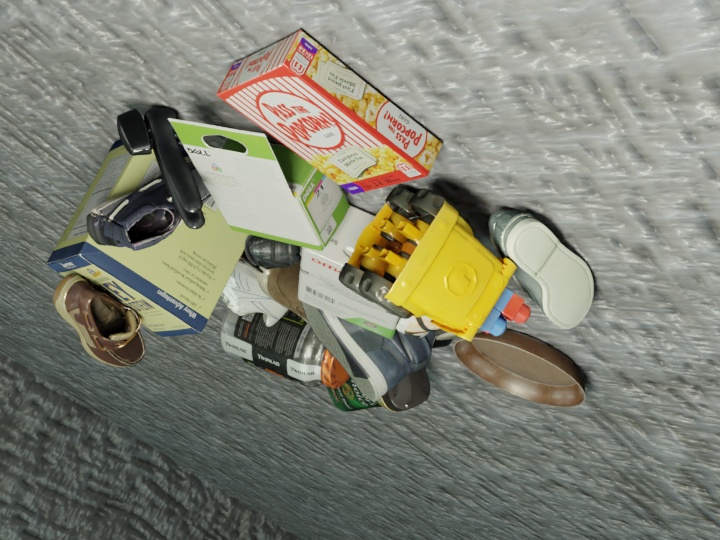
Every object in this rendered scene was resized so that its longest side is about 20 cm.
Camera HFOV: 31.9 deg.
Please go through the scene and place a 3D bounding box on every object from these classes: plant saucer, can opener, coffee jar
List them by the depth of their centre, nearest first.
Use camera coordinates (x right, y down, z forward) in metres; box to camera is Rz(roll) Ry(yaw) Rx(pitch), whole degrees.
[{"bbox_3d":[-0.230,-0.124,1.523,0.200,0.078,0.063,58,169,32],"label":"can opener"},{"bbox_3d":[0.229,0.133,1.781,0.200,0.035,0.200,22,159,8],"label":"plant saucer"},{"bbox_3d":[0.026,0.174,2.021,0.200,0.085,0.105,-10,101,57],"label":"coffee jar"}]

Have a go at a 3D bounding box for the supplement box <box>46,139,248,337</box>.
[{"bbox_3d":[-0.272,-0.047,1.685,0.200,0.200,0.134,35,158,-24],"label":"supplement box"}]

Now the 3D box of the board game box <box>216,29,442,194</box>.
[{"bbox_3d":[-0.034,-0.162,1.338,0.200,0.046,0.151,35,158,-24],"label":"board game box"}]

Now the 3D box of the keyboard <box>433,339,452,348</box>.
[{"bbox_3d":[0.035,0.061,1.853,0.200,0.021,0.127,37,151,-27],"label":"keyboard"}]

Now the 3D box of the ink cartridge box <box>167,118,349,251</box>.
[{"bbox_3d":[-0.117,-0.125,1.496,0.147,0.076,0.200,13,147,31],"label":"ink cartridge box"}]

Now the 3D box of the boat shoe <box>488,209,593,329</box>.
[{"bbox_3d":[0.206,-0.004,1.437,0.062,0.073,0.200,37,173,45],"label":"boat shoe"}]

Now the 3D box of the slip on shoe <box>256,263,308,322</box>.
[{"bbox_3d":[-0.081,0.032,1.834,0.060,0.076,0.200,19,162,32],"label":"slip on shoe"}]

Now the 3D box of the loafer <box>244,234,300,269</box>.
[{"bbox_3d":[-0.118,-0.036,1.658,0.070,0.068,0.201,-1,-177,-5],"label":"loafer"}]

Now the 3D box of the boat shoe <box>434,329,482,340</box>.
[{"bbox_3d":[0.146,0.053,1.668,0.067,0.057,0.200,-8,171,-16],"label":"boat shoe"}]

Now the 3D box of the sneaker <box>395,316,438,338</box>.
[{"bbox_3d":[0.099,0.053,1.598,0.080,0.074,0.200,34,162,6],"label":"sneaker"}]

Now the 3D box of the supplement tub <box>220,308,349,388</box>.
[{"bbox_3d":[-0.109,0.108,1.983,0.199,0.123,0.123,19,159,24],"label":"supplement tub"}]

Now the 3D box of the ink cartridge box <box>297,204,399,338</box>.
[{"bbox_3d":[0.000,0.000,1.647,0.145,0.084,0.200,24,160,3],"label":"ink cartridge box"}]

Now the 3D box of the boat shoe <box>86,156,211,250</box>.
[{"bbox_3d":[-0.234,-0.080,1.567,0.093,0.200,0.075,16,131,48],"label":"boat shoe"}]

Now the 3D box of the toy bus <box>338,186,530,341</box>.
[{"bbox_3d":[0.094,0.007,1.436,0.192,0.136,0.200,32,176,-18],"label":"toy bus"}]

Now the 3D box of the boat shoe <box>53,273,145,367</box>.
[{"bbox_3d":[-0.329,0.076,1.667,0.072,0.072,0.200,18,154,29],"label":"boat shoe"}]

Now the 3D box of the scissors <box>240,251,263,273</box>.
[{"bbox_3d":[-0.179,-0.027,1.786,0.073,0.014,0.200,28,-174,-14],"label":"scissors"}]

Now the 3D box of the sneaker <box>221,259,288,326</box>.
[{"bbox_3d":[-0.182,0.019,1.864,0.200,0.087,0.075,29,-172,-23],"label":"sneaker"}]

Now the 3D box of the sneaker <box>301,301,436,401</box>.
[{"bbox_3d":[0.017,0.068,1.774,0.203,0.146,0.077,52,158,16],"label":"sneaker"}]
